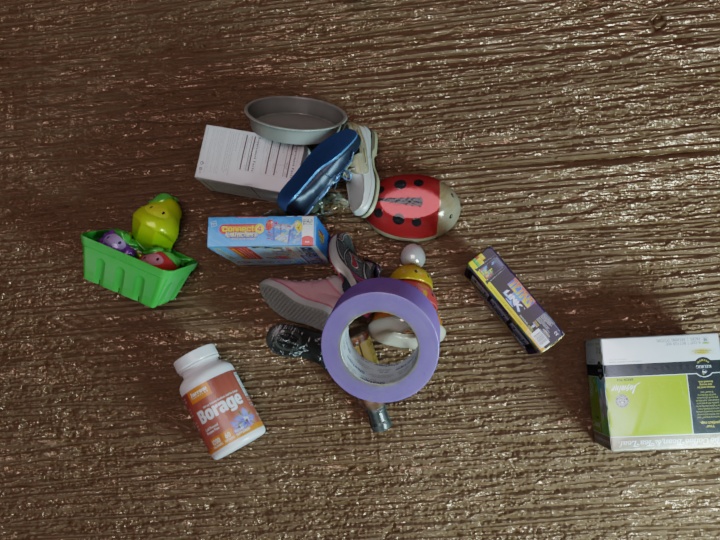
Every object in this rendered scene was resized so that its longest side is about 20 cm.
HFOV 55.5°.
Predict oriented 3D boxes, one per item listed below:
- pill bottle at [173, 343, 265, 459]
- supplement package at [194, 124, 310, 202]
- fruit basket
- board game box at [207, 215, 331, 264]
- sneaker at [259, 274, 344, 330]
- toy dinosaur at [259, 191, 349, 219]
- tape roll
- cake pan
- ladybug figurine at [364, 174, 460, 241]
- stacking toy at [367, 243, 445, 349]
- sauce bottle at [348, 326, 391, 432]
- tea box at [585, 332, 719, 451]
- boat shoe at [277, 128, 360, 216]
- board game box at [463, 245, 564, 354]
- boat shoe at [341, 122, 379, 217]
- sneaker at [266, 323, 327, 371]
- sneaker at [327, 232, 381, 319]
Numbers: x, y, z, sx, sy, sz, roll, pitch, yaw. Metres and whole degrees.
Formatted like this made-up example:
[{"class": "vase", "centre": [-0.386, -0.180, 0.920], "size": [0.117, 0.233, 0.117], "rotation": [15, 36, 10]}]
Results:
[{"class": "pill bottle", "centre": [-0.274, 0.247, 1.305], "size": [0.112, 0.112, 0.200], "rotation": [-30, 81, 1]}, {"class": "supplement package", "centre": [-0.207, -0.206, 1.359], "size": [0.200, 0.114, 0.110], "rotation": [11, 84, 5]}, {"class": "fruit basket", "centre": [-0.425, -0.054, 1.354], "size": [0.215, 0.156, 0.216], "rotation": [2, 99, 12]}, {"class": "board game box", "centre": [-0.164, -0.054, 1.291], "size": [0.196, 0.200, 0.056], "rotation": [0, 81, 5]}, {"class": "sneaker", "centre": [-0.097, 0.049, 1.342], "size": [0.200, 0.075, 0.105], "rotation": [20, 45, 30]}, {"class": "toy dinosaur", "centre": [-0.113, -0.113, 1.349], "size": [0.200, 0.088, 0.048], "rotation": [-15, 65, 10]}, {"class": "tape roll", "centre": [0.037, 0.119, 1.176], "size": [0.200, 0.085, 0.200], "rotation": [3, 108, 8]}, {"class": "cake pan", "centre": [-0.127, -0.294, 1.338], "size": [0.200, 0.200, 0.037], "rotation": [11, 121, 7]}, {"class": "ladybug figurine", "centre": [0.096, -0.126, 1.339], "size": [0.200, 0.072, 0.136], "rotation": [0, 83, 6]}, {"class": "stacking toy", "centre": [0.091, 0.039, 1.304], "size": [0.146, 0.146, 0.200], "rotation": [2, 67, 6]}, {"class": "sauce bottle", "centre": [0.011, 0.206, 1.283], "size": [0.066, 0.066, 0.200], "rotation": [-14, 103, 4]}, {"class": "tea box", "centre": [0.522, 0.215, 1.220], "size": [0.200, 0.134, 0.197], "rotation": [-3, 81, 6]}, {"class": "boat shoe", "centre": [-0.073, -0.180, 1.285], "size": [0.200, 0.069, 0.084], "rotation": [-43, 43, -2]}, {"class": "board game box", "centre": [0.274, 0.059, 1.249], "size": [0.057, 0.165, 0.200], "rotation": [-38, 81, 1]}, {"class": "boat shoe", "centre": [-0.010, -0.198, 1.334], "size": [0.075, 0.068, 0.200], "rotation": [-27, 54, 41]}, {"class": "sneaker", "centre": [-0.088, 0.144, 1.321], "size": [0.200, 0.091, 0.076], "rotation": [24, 88, -14]}, {"class": "sneaker", "centre": [0.000, 0.000, 1.299], "size": [0.075, 0.081, 0.200], "rotation": [-37, 50, 14]}]
